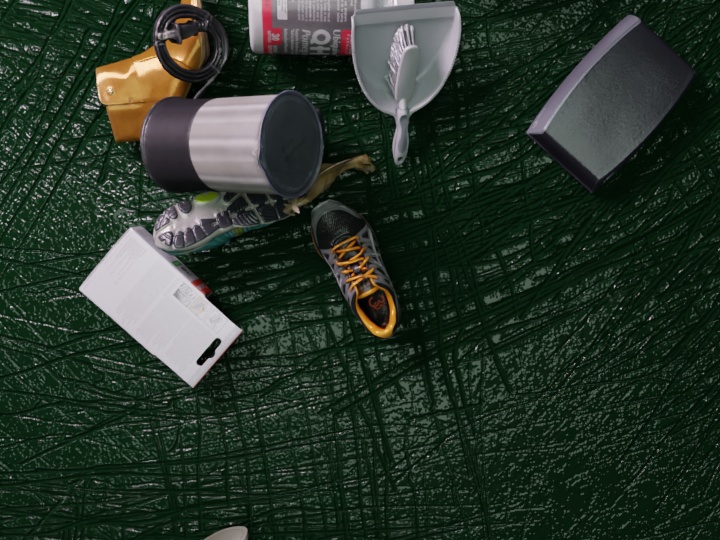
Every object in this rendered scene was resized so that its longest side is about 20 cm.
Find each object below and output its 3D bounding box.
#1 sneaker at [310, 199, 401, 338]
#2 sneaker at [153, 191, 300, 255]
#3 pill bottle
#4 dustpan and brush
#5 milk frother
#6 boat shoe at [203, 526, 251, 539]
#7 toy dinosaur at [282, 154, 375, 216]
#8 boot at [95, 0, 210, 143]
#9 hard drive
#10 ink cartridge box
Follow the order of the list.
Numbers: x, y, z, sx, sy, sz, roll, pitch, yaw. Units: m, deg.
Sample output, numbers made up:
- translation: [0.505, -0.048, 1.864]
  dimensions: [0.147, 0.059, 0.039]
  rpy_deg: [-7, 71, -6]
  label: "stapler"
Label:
- translation: [0.000, 0.000, 0.931]
  dimensions: [0.078, 0.077, 0.201]
  rpy_deg: [-30, 102, 5]
  label: "sneaker"
- translation: [-0.173, -0.073, 0.942]
  dimensions: [0.198, 0.080, 0.078]
  rpy_deg: [-20, 77, -15]
  label: "sneaker"
- translation: [-0.037, -0.323, 0.892]
  dimensions: [0.198, 0.111, 0.112]
  rpy_deg: [0, 95, -5]
  label: "pill bottle"
- translation: [0.053, -0.224, 0.902]
  dimensions: [0.138, 0.201, 0.058]
  rpy_deg: [-10, 52, -14]
  label: "dustpan and brush"
- translation: [-0.149, -0.198, 0.837]
  dimensions: [0.187, 0.181, 0.201]
  rpy_deg: [6, 133, 31]
  label: "milk frother"
- translation: [-0.226, 0.420, 0.992]
  dimensions: [0.200, 0.072, 0.061]
  rpy_deg: [-30, 98, 11]
  label: "boat shoe"
- translation: [-0.060, -0.112, 0.897]
  dimensions: [0.101, 0.200, 0.059]
  rpy_deg: [-23, 99, 38]
  label: "toy dinosaur"
- translation: [-0.265, -0.266, 0.922]
  dimensions: [0.142, 0.071, 0.203]
  rpy_deg: [-3, 102, -7]
  label: "boot"
- translation: [0.327, -0.215, 0.931]
  dimensions: [0.135, 0.042, 0.200]
  rpy_deg: [41, 95, -2]
  label: "hard drive"
- translation: [-0.261, 0.048, 0.967]
  dimensions: [0.200, 0.050, 0.109]
  rpy_deg: [42, 94, -4]
  label: "ink cartridge box"
